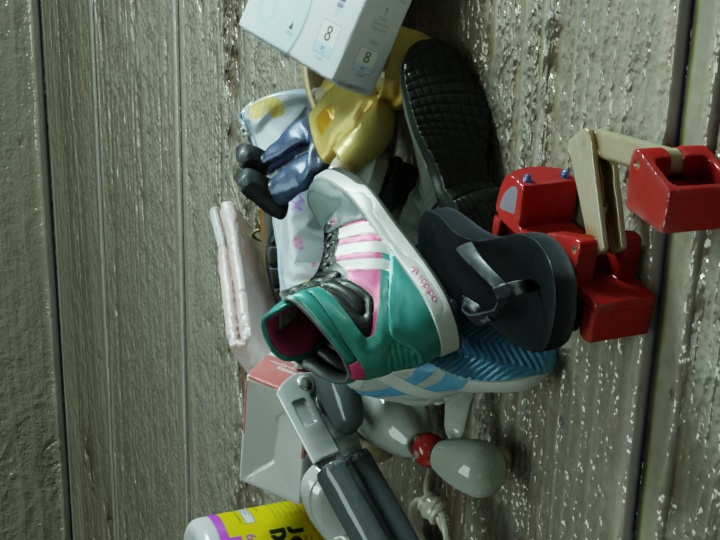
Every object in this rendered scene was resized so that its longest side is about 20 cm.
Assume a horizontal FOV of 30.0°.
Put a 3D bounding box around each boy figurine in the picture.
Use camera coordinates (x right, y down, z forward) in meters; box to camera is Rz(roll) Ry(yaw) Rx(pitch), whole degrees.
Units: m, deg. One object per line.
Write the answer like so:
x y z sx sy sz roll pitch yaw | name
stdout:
-0.015 -0.121 1.101 0.199 0.064 0.125 -36 38 30 | boy figurine

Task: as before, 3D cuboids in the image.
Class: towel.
-0.091 0.056 1.341 0.200 0.032 0.192 57 -165 -48 | towel

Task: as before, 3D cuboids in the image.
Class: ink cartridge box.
-0.009 -0.258 1.059 0.160 0.047 0.202 38 110 50 | ink cartridge box
-0.032 0.107 1.243 0.067 0.200 0.118 18 122 20 | ink cartridge box

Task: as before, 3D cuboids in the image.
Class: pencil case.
-0.048 -0.066 1.228 0.083 0.090 0.202 -17 86 56 | pencil case

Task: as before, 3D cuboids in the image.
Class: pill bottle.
-0.060 0.269 1.271 0.104 0.198 0.106 173 90 -68 | pill bottle

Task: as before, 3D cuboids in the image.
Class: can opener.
-0.005 0.162 1.081 0.201 0.052 0.067 63 143 16 | can opener

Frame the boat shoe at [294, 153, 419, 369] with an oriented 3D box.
0.000 0.000 1.137 0.076 0.060 0.202 -107 38 -67 | boat shoe

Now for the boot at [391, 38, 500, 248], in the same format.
0.051 -0.064 1.045 0.131 0.067 0.202 -40 62 58 | boot

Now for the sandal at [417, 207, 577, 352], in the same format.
0.081 0.008 0.898 0.200 0.042 0.077 -157 60 -64 | sandal

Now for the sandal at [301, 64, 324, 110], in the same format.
0.003 -0.129 1.183 0.069 0.077 0.214 -14 78 43 | sandal

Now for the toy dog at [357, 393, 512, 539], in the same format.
0.059 0.128 1.108 0.200 0.096 0.133 45 137 35 | toy dog

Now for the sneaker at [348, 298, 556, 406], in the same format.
0.062 0.062 1.017 0.198 0.081 0.077 2 59 36 | sneaker

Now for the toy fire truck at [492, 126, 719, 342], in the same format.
0.149 -0.036 0.844 0.200 0.048 0.142 -127 37 -54 | toy fire truck

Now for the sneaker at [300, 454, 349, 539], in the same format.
0.026 0.250 1.160 0.201 0.073 0.116 58 171 -35 | sneaker

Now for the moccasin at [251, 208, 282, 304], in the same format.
-0.071 -0.053 1.316 0.078 0.073 0.204 142 116 -81 | moccasin

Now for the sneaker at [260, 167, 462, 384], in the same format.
-0.024 0.011 0.986 0.200 0.120 0.084 53 161 43 | sneaker
